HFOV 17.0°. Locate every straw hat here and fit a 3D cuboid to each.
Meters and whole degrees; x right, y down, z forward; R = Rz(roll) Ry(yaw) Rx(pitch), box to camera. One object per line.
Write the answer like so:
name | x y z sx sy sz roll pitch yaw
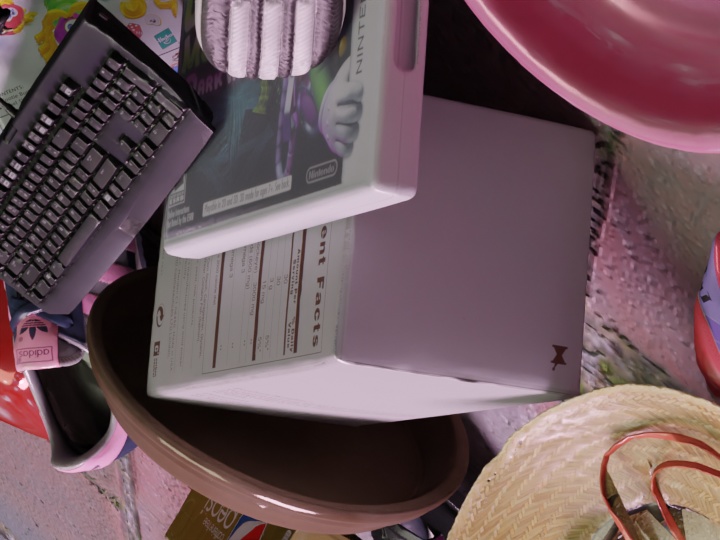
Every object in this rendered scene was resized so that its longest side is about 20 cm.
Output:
straw hat | 0.135 0.138 1.009 0.201 0.085 0.202 6 102 28

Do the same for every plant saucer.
plant saucer | 0.100 -0.136 0.837 0.200 0.051 0.201 33 147 25
plant saucer | -0.042 0.064 1.180 0.200 0.200 0.030 38 120 24

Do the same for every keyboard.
keyboard | -0.147 -0.058 1.075 0.127 0.021 0.200 42 141 -2

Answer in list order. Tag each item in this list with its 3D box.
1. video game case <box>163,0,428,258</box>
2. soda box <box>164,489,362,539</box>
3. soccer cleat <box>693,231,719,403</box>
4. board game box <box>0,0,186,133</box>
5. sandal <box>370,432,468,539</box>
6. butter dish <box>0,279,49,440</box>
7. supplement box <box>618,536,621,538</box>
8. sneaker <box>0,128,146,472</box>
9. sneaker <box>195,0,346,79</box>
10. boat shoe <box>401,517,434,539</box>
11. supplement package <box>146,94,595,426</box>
video game case | -0.028 -0.106 0.990 0.200 0.023 0.182 -14 70 62
soda box | -0.049 0.158 1.362 0.064 0.068 0.200 32 177 -17
soccer cleat | 0.206 0.049 0.907 0.200 0.067 0.077 32 144 39
board game box | -0.150 -0.170 1.100 0.103 0.105 0.200 -104 -8 -60
sandal | 0.054 0.155 1.264 0.200 0.048 0.075 47 161 -12
butter dish | -0.196 0.037 1.379 0.199 0.148 0.200 38 177 29
supplement box | 0.185 0.172 1.096 0.200 0.061 0.109 40 151 19
sneaker | -0.150 0.007 1.210 0.070 0.082 0.200 -9 111 26
sneaker | -0.036 -0.179 0.898 0.116 0.075 0.200 -100 17 -44
boat shoe | -0.031 0.083 1.321 0.200 0.062 0.075 55 154 -8
supplement package | 0.000 0.000 1.058 0.200 0.117 0.118 -13 69 61
